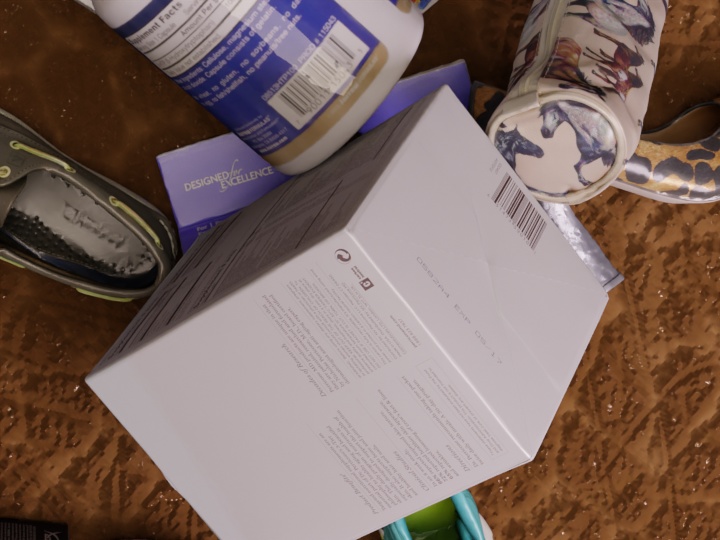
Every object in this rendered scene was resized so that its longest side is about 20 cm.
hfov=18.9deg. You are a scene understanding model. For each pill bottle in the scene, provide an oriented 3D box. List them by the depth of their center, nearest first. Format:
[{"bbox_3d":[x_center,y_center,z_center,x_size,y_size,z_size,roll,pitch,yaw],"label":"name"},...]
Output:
[{"bbox_3d":[-0.074,-0.157,1.157,0.200,0.120,0.120,41,94,-17],"label":"pill bottle"}]

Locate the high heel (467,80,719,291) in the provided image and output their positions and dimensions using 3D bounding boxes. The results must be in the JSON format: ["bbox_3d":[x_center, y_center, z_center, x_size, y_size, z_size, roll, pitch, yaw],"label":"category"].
[{"bbox_3d":[0.159,-0.096,1.254,0.200,0.071,0.143,-41,106,-16],"label":"high heel"}]

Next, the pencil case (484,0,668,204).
[{"bbox_3d":[0.123,-0.126,1.192,0.077,0.201,0.089,-22,123,36],"label":"pencil case"}]

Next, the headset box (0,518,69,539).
[{"bbox_3d":[-0.277,0.219,1.264,0.198,0.077,0.150,8,101,-12],"label":"headset box"}]

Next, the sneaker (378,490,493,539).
[{"bbox_3d":[0.047,0.174,1.290,0.077,0.080,0.201,-23,126,-1],"label":"sneaker"}]

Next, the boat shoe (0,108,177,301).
[{"bbox_3d":[-0.195,-0.043,1.227,0.201,0.060,0.072,26,99,-13],"label":"boat shoe"}]

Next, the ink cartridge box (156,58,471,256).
[{"bbox_3d":[0.000,0.000,1.277,0.197,0.043,0.202,-18,103,-4],"label":"ink cartridge box"}]

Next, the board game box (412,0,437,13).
[{"bbox_3d":[0.069,-0.241,1.205,0.200,0.035,0.126,-40,140,1],"label":"board game box"}]

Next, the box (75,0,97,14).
[{"bbox_3d":[-0.135,-0.253,1.204,0.144,0.036,0.201,30,95,-14],"label":"box"}]

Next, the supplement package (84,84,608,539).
[{"bbox_3d":[-0.006,0.035,1.141,0.199,0.151,0.152,-29,107,36],"label":"supplement package"}]
